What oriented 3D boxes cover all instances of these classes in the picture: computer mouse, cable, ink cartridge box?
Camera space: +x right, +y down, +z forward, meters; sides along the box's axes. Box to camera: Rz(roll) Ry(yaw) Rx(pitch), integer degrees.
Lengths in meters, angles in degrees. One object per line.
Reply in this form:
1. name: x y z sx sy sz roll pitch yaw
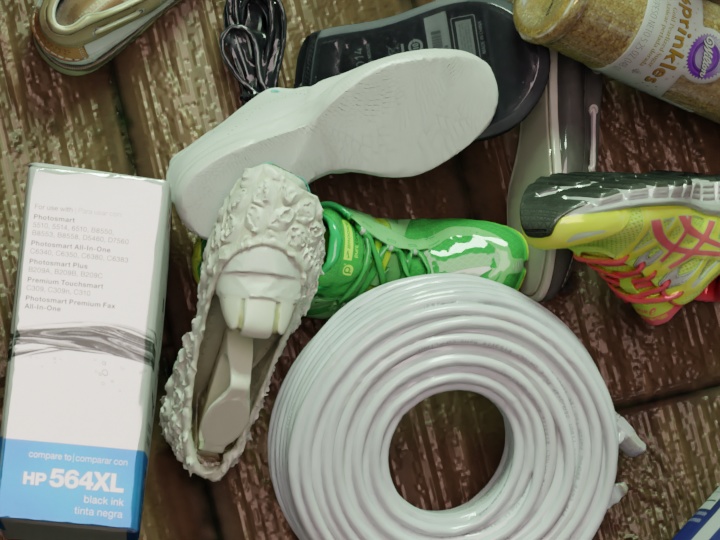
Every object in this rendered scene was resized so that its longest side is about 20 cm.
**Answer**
1. computer mouse: 0.019 -0.116 1.752 0.200 0.053 0.139 -5 84 14
2. cable: 0.049 0.103 1.689 0.200 0.069 0.200 -36 106 0
3. ink cartridge box: -0.157 0.052 1.666 0.084 0.146 0.200 6 80 -3

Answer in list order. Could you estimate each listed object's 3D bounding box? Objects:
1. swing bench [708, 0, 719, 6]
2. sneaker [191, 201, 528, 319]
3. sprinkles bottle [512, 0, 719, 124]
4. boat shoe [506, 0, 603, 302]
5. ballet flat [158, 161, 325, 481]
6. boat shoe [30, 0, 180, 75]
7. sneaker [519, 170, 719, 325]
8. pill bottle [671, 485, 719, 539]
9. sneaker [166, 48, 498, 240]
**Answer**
1. swing bench: 0.210 -0.268 1.746 0.130 0.200 0.199 11 77 31
2. sneaker: 0.000 0.000 1.718 0.200 0.084 0.074 0 83 -2
3. sprinkles bottle: 0.185 -0.132 1.725 0.200 0.068 0.068 21 78 -30
4. boat shoe: 0.125 -0.080 1.753 0.057 0.067 0.200 4 83 -24
5. ballet flat: -0.064 0.037 1.667 0.072 0.072 0.200 16 120 -2
6. boat shoe: -0.116 -0.200 1.751 0.075 0.068 0.200 39 79 2
7. sneaker: 0.167 -0.012 1.704 0.200 0.078 0.091 -1 96 -46
8. pill bottle: 0.241 0.174 1.696 0.116 0.116 0.200 43 80 3
9. sneaker: -0.021 -0.088 1.701 0.200 0.089 0.075 -20 116 -6
